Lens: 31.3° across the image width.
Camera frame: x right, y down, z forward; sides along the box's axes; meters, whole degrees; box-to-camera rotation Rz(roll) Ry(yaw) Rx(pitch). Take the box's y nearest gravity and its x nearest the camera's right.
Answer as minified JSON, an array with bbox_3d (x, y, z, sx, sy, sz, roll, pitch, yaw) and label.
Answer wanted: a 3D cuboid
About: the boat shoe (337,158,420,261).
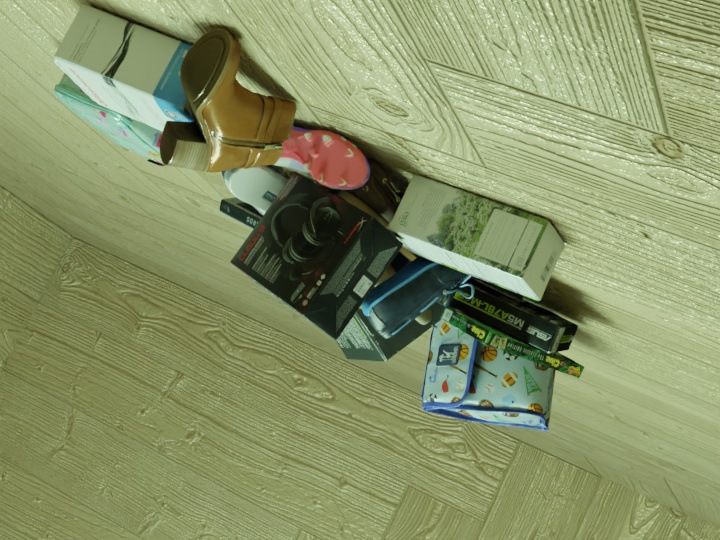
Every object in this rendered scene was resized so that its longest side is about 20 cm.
[{"bbox_3d":[0.050,-0.072,1.682,0.070,0.071,0.200,32,173,42],"label":"boat shoe"}]

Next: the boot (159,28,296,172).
[{"bbox_3d":[-0.139,-0.198,1.508,0.153,0.201,0.074,-2,-128,-34],"label":"boot"}]

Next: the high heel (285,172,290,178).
[{"bbox_3d":[-0.087,-0.108,1.851,0.199,0.096,0.068,33,127,2],"label":"high heel"}]

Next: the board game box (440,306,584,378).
[{"bbox_3d":[0.213,0.101,1.791,0.199,0.024,0.105,21,-172,-37],"label":"board game box"}]

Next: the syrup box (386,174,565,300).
[{"bbox_3d":[0.140,-0.042,1.575,0.198,0.079,0.081,21,169,31],"label":"syrup box"}]

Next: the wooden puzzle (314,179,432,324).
[{"bbox_3d":[0.028,-0.038,1.809,0.185,0.046,0.201,40,-162,-49],"label":"wooden puzzle"}]

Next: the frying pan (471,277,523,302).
[{"bbox_3d":[0.151,-0.004,1.830,0.189,0.031,0.115,28,-175,8],"label":"frying pan"}]

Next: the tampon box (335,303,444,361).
[{"bbox_3d":[0.031,0.048,2.009,0.127,0.149,0.200,57,163,-8],"label":"tampon box"}]

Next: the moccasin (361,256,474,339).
[{"bbox_3d":[0.094,0.017,1.668,0.069,0.199,0.080,62,174,-16],"label":"moccasin"}]

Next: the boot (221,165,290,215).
[{"bbox_3d":[-0.117,-0.112,1.740,0.200,0.073,0.091,40,-167,-43],"label":"boot"}]

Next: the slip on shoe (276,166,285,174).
[{"bbox_3d":[-0.185,-0.186,1.760,0.199,0.076,0.061,34,-160,-28],"label":"slip on shoe"}]

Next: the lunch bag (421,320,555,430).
[{"bbox_3d":[0.199,0.147,1.984,0.197,0.172,0.124,6,162,15],"label":"lunch bag"}]

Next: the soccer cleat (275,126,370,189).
[{"bbox_3d":[-0.059,-0.149,1.640,0.198,0.068,0.076,18,-171,33],"label":"soccer cleat"}]

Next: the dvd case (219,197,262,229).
[{"bbox_3d":[-0.093,-0.071,1.937,0.199,0.025,0.150,27,-156,32],"label":"dvd case"}]

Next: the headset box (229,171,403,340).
[{"bbox_3d":[-0.064,-0.025,1.632,0.199,0.149,0.077,33,175,46],"label":"headset box"}]

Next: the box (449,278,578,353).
[{"bbox_3d":[0.208,0.058,1.847,0.191,0.048,0.200,23,-175,16],"label":"box"}]

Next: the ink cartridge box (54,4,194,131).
[{"bbox_3d":[-0.264,-0.240,1.617,0.198,0.085,0.145,23,169,18],"label":"ink cartridge box"}]

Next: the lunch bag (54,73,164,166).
[{"bbox_3d":[-0.351,-0.233,1.905,0.159,0.078,0.200,21,169,30],"label":"lunch bag"}]
